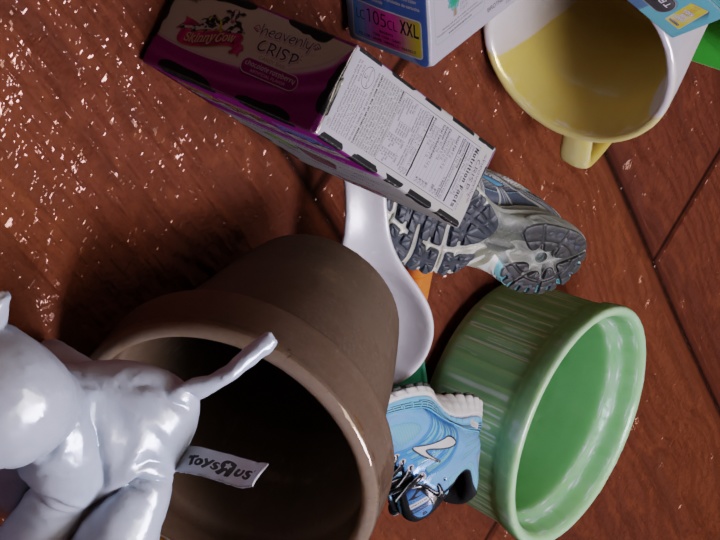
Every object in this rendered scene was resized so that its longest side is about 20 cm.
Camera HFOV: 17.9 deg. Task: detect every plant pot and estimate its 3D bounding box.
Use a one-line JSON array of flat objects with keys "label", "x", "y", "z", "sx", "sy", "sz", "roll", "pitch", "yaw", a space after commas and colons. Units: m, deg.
[{"label": "plant pot", "x": -0.053, "y": 0.068, "z": 1.423, "sx": 0.175, "sy": 0.200, "sz": 0.201, "roll": -56, "pitch": 152, "yaw": -50}]

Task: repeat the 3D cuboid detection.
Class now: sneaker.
[{"label": "sneaker", "x": 0.066, "y": -0.043, "z": 1.631, "sx": 0.200, "sy": 0.086, "sz": 0.078, "roll": 22, "pitch": 112, "yaw": -38}, {"label": "sneaker", "x": 0.035, "y": 0.131, "z": 1.617, "sx": 0.200, "sy": 0.078, "sz": 0.090, "roll": 10, "pitch": 67, "yaw": -56}]

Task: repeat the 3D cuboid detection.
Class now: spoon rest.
[{"label": "spoon rest", "x": 0.000, "y": 0.000, "z": 1.544, "sx": 0.061, "sy": 0.099, "sz": 0.200, "roll": -103, "pitch": -170, "yaw": -61}]

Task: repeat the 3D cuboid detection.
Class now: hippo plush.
[{"label": "hippo plush", "x": -0.177, "y": 0.101, "z": 1.248, "sx": 0.161, "sy": 0.200, "sz": 0.160, "roll": 19, "pitch": 72, "yaw": -51}]

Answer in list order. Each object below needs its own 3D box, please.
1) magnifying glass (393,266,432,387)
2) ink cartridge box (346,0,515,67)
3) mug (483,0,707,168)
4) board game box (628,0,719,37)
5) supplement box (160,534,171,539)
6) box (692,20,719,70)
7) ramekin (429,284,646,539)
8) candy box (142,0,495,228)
[{"label": "magnifying glass", "x": 0.031, "y": 0.064, "z": 1.688, "sx": 0.080, "sy": 0.022, "sz": 0.200, "roll": -20, "pitch": 125, "yaw": -50}, {"label": "ink cartridge box", "x": 0.052, "y": -0.253, "z": 1.457, "sx": 0.136, "sy": 0.076, "sz": 0.200, "roll": -41, "pitch": 142, "yaw": -37}, {"label": "mug", "x": 0.180, "y": -0.187, "z": 1.667, "sx": 0.187, "sy": 0.149, "sz": 0.153, "roll": -41, "pitch": -174, "yaw": 48}, {"label": "board game box", "x": 0.184, "y": -0.280, "z": 1.540, "sx": 0.151, "sy": 0.047, "sz": 0.200, "roll": 32, "pitch": 50, "yaw": -41}, {"label": "supplement box", "x": -0.190, "y": 0.249, "z": 1.383, "sx": 0.200, "sy": 0.109, "sz": 0.109, "roll": -53, "pitch": 147, "yaw": -22}, {"label": "box", "x": 0.301, "y": -0.288, "z": 1.797, "sx": 0.177, "sy": 0.097, "sz": 0.200, "roll": -52, "pitch": 146, "yaw": -24}, {"label": "ramekin", "x": 0.133, "y": 0.105, "z": 1.791, "sx": 0.200, "sy": 0.098, "sz": 0.200, "roll": -38, "pitch": 139, "yaw": -42}, {"label": "candy box", "x": -0.021, "y": -0.100, "z": 1.388, "sx": 0.061, "sy": 0.136, "sz": 0.200, "roll": -64, "pitch": 150, "yaw": -3}]
